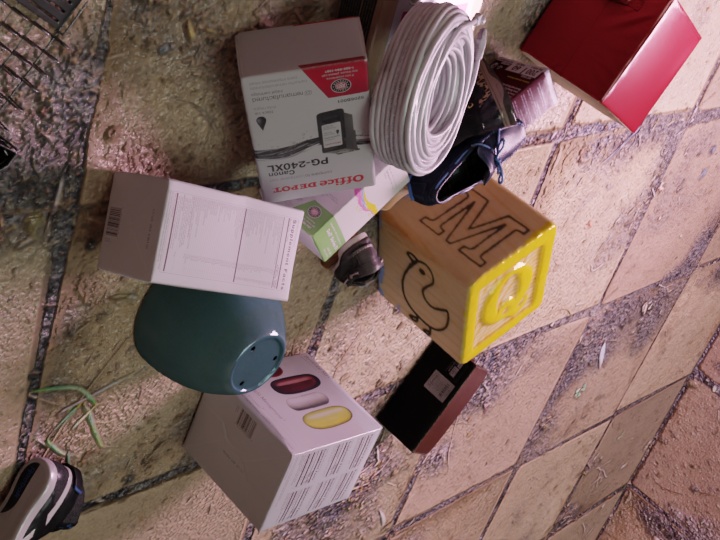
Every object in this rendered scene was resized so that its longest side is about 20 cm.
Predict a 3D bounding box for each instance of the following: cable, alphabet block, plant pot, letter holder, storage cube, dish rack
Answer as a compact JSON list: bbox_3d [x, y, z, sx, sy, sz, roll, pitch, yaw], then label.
[{"bbox_3d":[0.074,-0.214,1.227,0.200,0.069,0.202,-17,123,-66],"label":"cable"},{"bbox_3d":[0.161,-0.017,1.628,0.196,0.200,0.197,-34,145,-25],"label":"alphabet block"},{"bbox_3d":[-0.173,0.082,1.358,0.199,0.134,0.201,-33,145,-27],"label":"plant pot"},{"bbox_3d":[0.149,0.241,1.985,0.201,0.100,0.142,-54,151,5],"label":"letter holder"},{"bbox_3d":[0.382,-0.347,1.599,0.181,0.171,0.199,-56,150,12],"label":"storage cube"},{"bbox_3d":[-0.330,-0.201,0.930,0.201,0.054,0.153,-53,150,3],"label":"dish rack"}]

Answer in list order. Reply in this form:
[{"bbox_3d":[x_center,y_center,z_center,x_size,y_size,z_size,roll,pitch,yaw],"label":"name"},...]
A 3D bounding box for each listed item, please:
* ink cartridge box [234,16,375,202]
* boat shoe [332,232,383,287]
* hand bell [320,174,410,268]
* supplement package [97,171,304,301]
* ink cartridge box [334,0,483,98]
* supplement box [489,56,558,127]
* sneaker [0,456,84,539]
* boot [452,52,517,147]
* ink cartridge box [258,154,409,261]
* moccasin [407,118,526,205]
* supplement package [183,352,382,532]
[{"bbox_3d":[-0.059,-0.182,1.221,0.143,0.084,0.201,-9,140,-3],"label":"ink cartridge box"},{"bbox_3d":[0.000,0.000,1.512,0.066,0.057,0.200,-32,170,-6],"label":"boat shoe"},{"bbox_3d":[0.003,-0.079,1.490,0.104,0.104,0.201,-4,138,-51],"label":"hand bell"},{"bbox_3d":[-0.178,-0.036,1.191,0.199,0.109,0.115,11,90,-46],"label":"supplement package"},{"bbox_3d":[0.060,-0.312,1.307,0.199,0.075,0.166,-20,139,-40],"label":"ink cartridge box"},{"bbox_3d":[0.176,-0.222,1.511,0.200,0.108,0.061,-41,128,-17],"label":"supplement box"},{"bbox_3d":[-0.428,0.340,1.353,0.201,0.073,0.112,-52,148,0],"label":"sneaker"},{"bbox_3d":[0.119,-0.220,1.426,0.149,0.201,0.074,-26,123,3],"label":"boot"},{"bbox_3d":[-0.019,-0.123,1.358,0.200,0.117,0.068,-43,147,-11],"label":"ink cartridge box"},{"bbox_3d":[0.156,-0.138,1.415,0.199,0.068,0.081,-38,126,-18],"label":"moccasin"},{"bbox_3d":[-0.114,0.247,1.553,0.199,0.191,0.148,-7,130,-50],"label":"supplement package"}]
